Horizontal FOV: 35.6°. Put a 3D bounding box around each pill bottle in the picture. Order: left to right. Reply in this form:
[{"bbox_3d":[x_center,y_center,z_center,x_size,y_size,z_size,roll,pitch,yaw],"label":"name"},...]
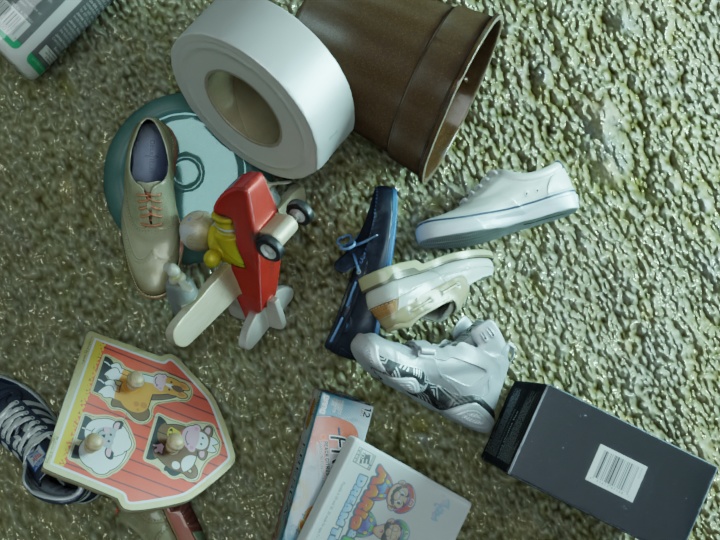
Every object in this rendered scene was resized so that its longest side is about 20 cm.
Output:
[{"bbox_3d":[-0.342,-0.323,1.265,0.113,0.113,0.200,43,84,1],"label":"pill bottle"}]

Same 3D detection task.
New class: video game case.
[{"bbox_3d":[0.014,0.309,1.230,0.181,0.024,0.202,33,78,-27],"label":"video game case"}]

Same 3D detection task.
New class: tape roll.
[{"bbox_3d":[-0.104,-0.193,1.198,0.202,0.203,0.071,39,65,1],"label":"tape roll"}]

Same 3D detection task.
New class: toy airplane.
[{"bbox_3d":[-0.135,-0.015,1.226,0.140,0.200,0.201,27,97,13],"label":"toy airplane"}]

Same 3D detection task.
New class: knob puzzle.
[{"bbox_3d":[-0.225,0.169,1.218,0.218,0.030,0.222,18,50,-21],"label":"knob puzzle"}]

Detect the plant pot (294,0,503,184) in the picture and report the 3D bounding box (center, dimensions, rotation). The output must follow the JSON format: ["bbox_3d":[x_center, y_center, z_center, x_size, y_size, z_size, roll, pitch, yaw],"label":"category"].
[{"bbox_3d":[0.028,-0.231,1.245,0.197,0.200,0.202,27,84,7],"label":"plant pot"}]

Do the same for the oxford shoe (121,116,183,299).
[{"bbox_3d":[-0.235,-0.070,1.233,0.070,0.074,0.203,-5,86,-3],"label":"oxford shoe"}]

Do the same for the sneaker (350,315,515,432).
[{"bbox_3d":[0.086,0.092,1.259,0.199,0.075,0.116,31,79,-22],"label":"sneaker"}]

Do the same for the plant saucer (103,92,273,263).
[{"bbox_3d":[-0.200,-0.110,1.294,0.197,0.036,0.203,0,85,-3],"label":"plant saucer"}]

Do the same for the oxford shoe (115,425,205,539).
[{"bbox_3d":[-0.248,0.242,1.247,0.074,0.070,0.201,-29,85,2],"label":"oxford shoe"}]

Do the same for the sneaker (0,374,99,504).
[{"bbox_3d":[-0.365,0.182,1.224,0.200,0.109,0.070,40,84,1],"label":"sneaker"}]

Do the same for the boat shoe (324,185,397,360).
[{"bbox_3d":[0.000,0.000,1.272,0.068,0.084,0.203,10,83,1],"label":"boat shoe"}]

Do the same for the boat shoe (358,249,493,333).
[{"bbox_3d":[0.081,0.023,1.243,0.199,0.074,0.069,-12,80,-42],"label":"boat shoe"}]

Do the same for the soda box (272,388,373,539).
[{"bbox_3d":[-0.045,0.236,1.254,0.063,0.068,0.202,16,85,-10],"label":"soda box"}]

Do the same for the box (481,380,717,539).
[{"bbox_3d":[0.250,0.208,1.217,0.198,0.182,0.105,26,84,-1],"label":"box"}]

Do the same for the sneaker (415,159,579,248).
[{"bbox_3d":[0.152,-0.077,1.298,0.198,0.073,0.072,-14,77,-13],"label":"sneaker"}]
